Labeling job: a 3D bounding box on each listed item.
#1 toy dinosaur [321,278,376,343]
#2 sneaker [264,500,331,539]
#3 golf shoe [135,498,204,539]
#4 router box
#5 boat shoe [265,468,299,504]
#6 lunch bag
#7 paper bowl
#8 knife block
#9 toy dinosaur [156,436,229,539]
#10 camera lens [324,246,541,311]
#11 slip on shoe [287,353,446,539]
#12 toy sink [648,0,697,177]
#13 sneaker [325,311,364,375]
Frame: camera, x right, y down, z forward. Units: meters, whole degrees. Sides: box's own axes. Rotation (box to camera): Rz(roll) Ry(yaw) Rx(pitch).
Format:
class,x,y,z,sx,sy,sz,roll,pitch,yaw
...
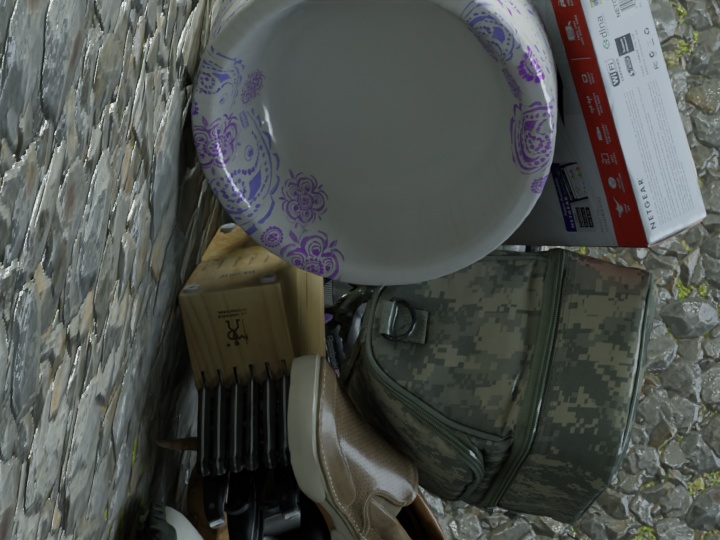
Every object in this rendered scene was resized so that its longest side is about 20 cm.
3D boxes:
class,x,y,z,sx,sy,sz,roll,pitch,yaw
toy dinosaur,0.000,0.000,1.546,0.088,0.048,0.200,-41,-171,-12
sneaker,-0.067,0.219,1.602,0.202,0.077,0.146,-46,172,14
golf shoe,-0.091,0.189,1.422,0.200,0.087,0.078,85,18,-68
router box,0.101,-0.114,1.408,0.179,0.049,0.201,0,-69,57
boat shoe,-0.065,0.060,1.613,0.075,0.074,0.204,7,82,-80
lunch bag,0.074,0.065,1.459,0.200,0.167,0.140,107,-3,-75
paper bowl,0.011,-0.101,1.351,0.105,0.199,0.202,-77,175,-56
knife block,-0.055,0.076,1.465,0.200,0.064,0.177,-69,151,-70
toy dinosaur,-0.087,0.138,1.521,0.201,0.060,0.107,95,8,-46
camera lens,0.032,-0.048,1.718,0.160,0.199,0.161,10,90,-85
slip on shoe,0.004,0.118,1.415,0.201,0.060,0.076,73,17,-45
toy sink,0.124,-0.135,1.604,0.112,0.130,0.201,-30,-115,39
sneaker,-0.026,0.084,1.983,0.076,0.087,0.201,-69,168,-69
